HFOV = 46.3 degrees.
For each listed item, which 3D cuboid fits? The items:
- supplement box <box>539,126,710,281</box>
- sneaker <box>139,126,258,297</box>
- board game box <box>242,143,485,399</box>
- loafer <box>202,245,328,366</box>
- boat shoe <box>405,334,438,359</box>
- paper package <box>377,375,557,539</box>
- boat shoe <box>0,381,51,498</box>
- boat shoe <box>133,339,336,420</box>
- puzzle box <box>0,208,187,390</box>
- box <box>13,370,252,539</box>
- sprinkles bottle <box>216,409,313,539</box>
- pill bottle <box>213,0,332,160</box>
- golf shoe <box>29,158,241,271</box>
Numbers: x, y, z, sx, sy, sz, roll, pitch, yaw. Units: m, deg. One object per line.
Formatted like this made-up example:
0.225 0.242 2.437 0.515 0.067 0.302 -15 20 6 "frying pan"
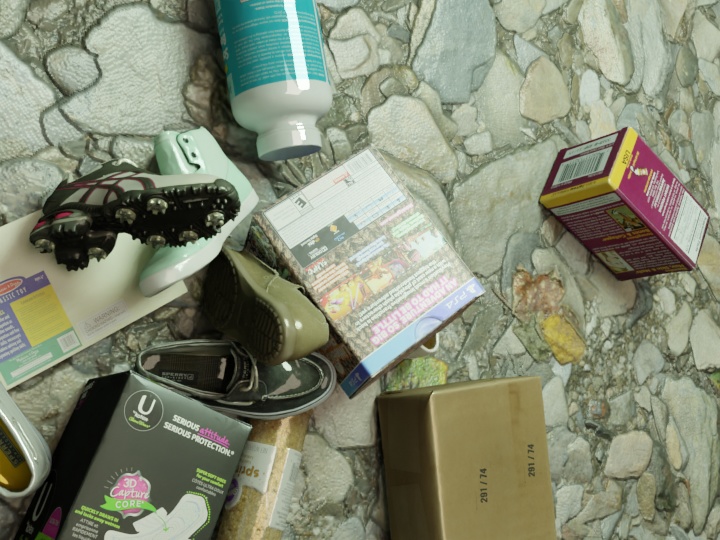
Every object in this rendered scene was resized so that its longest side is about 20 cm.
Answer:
0.372 -0.088 1.179 0.200 0.130 0.104 40 63 -23 "supplement box"
-0.181 -0.064 0.809 0.119 0.073 0.201 55 31 -19 "sneaker"
0.000 0.000 0.882 0.159 0.097 0.201 -33 81 -23 "board game box"
-0.096 0.036 0.813 0.067 0.200 0.077 10 109 -34 "loafer"
0.059 0.002 0.988 0.070 0.070 0.203 0 82 -34 "boat shoe"
0.126 0.231 0.976 0.189 0.103 0.203 -2 82 -36 "paper package"
-0.333 0.108 0.682 0.074 0.086 0.203 -37 97 -13 "boat shoe"
-0.119 0.104 0.806 0.197 0.071 0.073 -1 71 -9 "boat shoe"
-0.276 0.006 0.788 0.199 0.025 0.134 -31 100 -34 "puzzle box"
-0.207 0.205 0.727 0.124 0.148 0.202 30 67 -24 "box"
-0.101 0.228 0.844 0.068 0.068 0.202 24 69 -29 "sprinkles bottle"
-0.091 -0.224 0.900 0.110 0.110 0.202 -7 86 -34 "pill bottle"
-0.197 -0.065 0.731 0.077 0.198 0.089 56 30 -54 "golf shoe"
